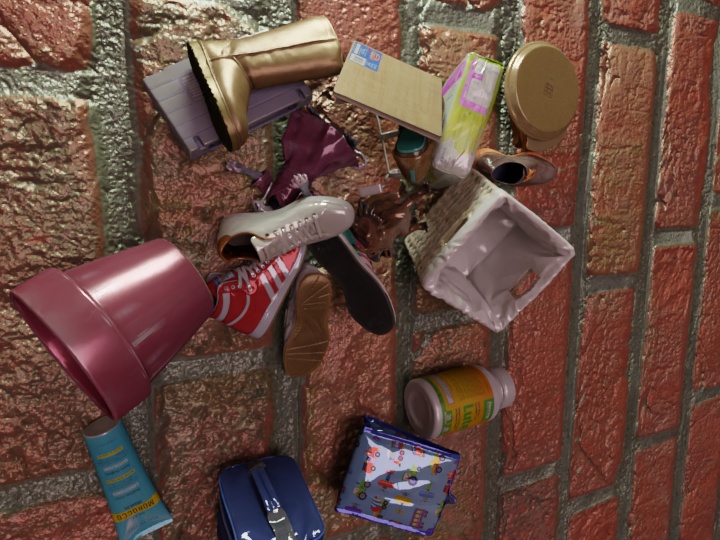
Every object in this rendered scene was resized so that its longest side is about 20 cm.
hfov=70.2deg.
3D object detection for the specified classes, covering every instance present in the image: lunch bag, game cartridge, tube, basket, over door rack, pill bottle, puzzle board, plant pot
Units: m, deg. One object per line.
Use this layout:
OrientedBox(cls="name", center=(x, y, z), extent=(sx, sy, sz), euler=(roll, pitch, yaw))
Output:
OrientedBox(cls="lunch bag", center=(-0.141, 0.378, 0.782), extent=(0.136, 0.200, 0.133), euler=(-5, 118, -29))
OrientedBox(cls="game cartridge", center=(-0.184, -0.253, 0.724), extent=(0.200, 0.038, 0.130), euler=(-32, 80, -20))
OrientedBox(cls="tube", center=(-0.343, 0.308, 0.749), extent=(0.077, 0.050, 0.201), euler=(-18, 111, -17))
OrientedBox(cls="basket", center=(0.210, -0.039, 0.889), extent=(0.200, 0.161, 0.198), euler=(30, 109, -28))
OrientedBox(cls="lunch bag", center=(0.074, 0.366, 0.898), extent=(0.199, 0.094, 0.151), euler=(19, 88, 3))
OrientedBox(cls="over door rack", center=(0.038, -0.207, 0.800), extent=(0.200, 0.066, 0.148), euler=(-47, 125, -64))
OrientedBox(cls="pill bottle", center=(0.194, 0.243, 0.980), extent=(0.199, 0.111, 0.111), euler=(-8, 101, -27))
OrientedBox(cls="puzzle board", center=(0.045, -0.257, 0.726), extent=(0.150, 0.200, 0.017), euler=(20, 130, -9))
OrientedBox(cls="plant pot", center=(-0.300, 0.058, 0.660), extent=(0.179, 0.200, 0.200), euler=(-40, 114, -34))

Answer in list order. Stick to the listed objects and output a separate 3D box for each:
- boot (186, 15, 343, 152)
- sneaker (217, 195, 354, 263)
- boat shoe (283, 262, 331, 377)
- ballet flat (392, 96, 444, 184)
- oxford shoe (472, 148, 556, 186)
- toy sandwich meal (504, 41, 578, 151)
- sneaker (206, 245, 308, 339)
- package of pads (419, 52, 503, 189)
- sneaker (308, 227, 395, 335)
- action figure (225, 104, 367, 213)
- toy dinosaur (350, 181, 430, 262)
OrientedBox(cls="boot", center=(-0.112, -0.261, 0.692), extent=(0.199, 0.066, 0.176), euler=(-19, 78, -19))
OrientedBox(cls="sneaker", center=(-0.104, -0.046, 0.720), extent=(0.199, 0.085, 0.073), euler=(-11, 131, 7))
OrientedBox(cls="boat shoe", center=(-0.089, 0.080, 0.833), extent=(0.071, 0.069, 0.201), euler=(2, 117, -23))
OrientedBox(cls="ballet flat", center=(0.090, -0.198, 0.768), extent=(0.200, 0.068, 0.072), euler=(-76, 159, -44))
OrientedBox(cls="oxford shoe", center=(0.308, -0.186, 0.989), extent=(0.199, 0.073, 0.071), euler=(-2, 122, -24))
OrientedBox(cls="toy sandwich meal", center=(0.344, -0.338, 1.003), extent=(0.205, 0.070, 0.206), euler=(-2, 95, -25))
OrientedBox(cls="sneaker", center=(-0.161, -0.003, 0.780), extent=(0.112, 0.071, 0.200), euler=(25, 88, -32))
OrientedBox(cls="package of pads", center=(0.160, -0.243, 0.862), extent=(0.068, 0.155, 0.201), euler=(19, 89, -7))
OrientedBox(cls="sneaker", center=(0.000, 0.000, 0.836), extent=(0.083, 0.121, 0.200), euler=(-29, 100, 25))
OrientedBox(cls="action figure", center=(-0.103, -0.145, 0.793), extent=(0.200, 0.134, 0.149), euler=(-57, 157, 1))
OrientedBox(cls="toy dinosaur", center=(0.030, -0.085, 0.804), extent=(0.135, 0.200, 0.086), euler=(-16, 107, -12))
